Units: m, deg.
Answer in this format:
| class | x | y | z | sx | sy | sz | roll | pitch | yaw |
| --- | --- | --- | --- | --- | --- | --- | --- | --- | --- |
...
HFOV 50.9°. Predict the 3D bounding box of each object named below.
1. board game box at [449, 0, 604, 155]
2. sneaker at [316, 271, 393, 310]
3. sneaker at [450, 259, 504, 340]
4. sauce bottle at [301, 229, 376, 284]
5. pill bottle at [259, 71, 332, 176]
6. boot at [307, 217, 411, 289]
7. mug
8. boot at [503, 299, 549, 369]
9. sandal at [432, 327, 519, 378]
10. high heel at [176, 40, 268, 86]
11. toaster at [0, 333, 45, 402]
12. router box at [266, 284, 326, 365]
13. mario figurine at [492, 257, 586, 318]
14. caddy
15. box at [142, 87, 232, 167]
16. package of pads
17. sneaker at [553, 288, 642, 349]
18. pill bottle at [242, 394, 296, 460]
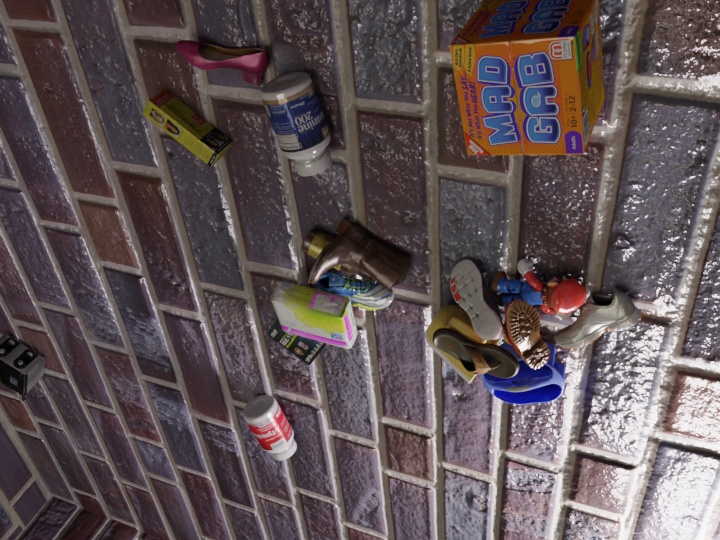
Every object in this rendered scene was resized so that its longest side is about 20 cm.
| class | x | y | z | sx | sy | sz | roll | pitch | yaw |
| --- | --- | --- | --- | --- | --- | --- | --- | --- | --- |
| board game box | 0.288 | -0.331 | 1.273 | 0.199 | 0.200 | 0.200 | 4 | 129 | 28 |
| sneaker | -0.023 | 0.048 | 1.838 | 0.199 | 0.076 | 0.105 | 6 | 170 | 27 |
| sneaker | 0.263 | 0.071 | 1.684 | 0.077 | 0.201 | 0.082 | -29 | 153 | 22 |
| sauce bottle | -0.043 | -0.030 | 1.820 | 0.200 | 0.065 | 0.065 | 28 | 136 | 4 |
| pill bottle | -0.128 | -0.305 | 1.596 | 0.111 | 0.111 | 0.200 | 1 | 127 | 29 |
| boot | 0.000 | 0.000 | 1.757 | 0.200 | 0.187 | 0.064 | 34 | 177 | -1 |
| mug | 0.240 | 0.147 | 1.762 | 0.153 | 0.149 | 0.187 | 35 | 138 | 10 |
| boot | 0.342 | 0.123 | 1.657 | 0.107 | 0.075 | 0.200 | 48 | 168 | 49 |
| sandal | 0.243 | 0.187 | 1.638 | 0.200 | 0.055 | 0.082 | 24 | 134 | 14 |
| high heel | -0.289 | -0.458 | 1.581 | 0.200 | 0.067 | 0.096 | 26 | 145 | 0 |
| toaster | -1.284 | 0.357 | 2.816 | 0.181 | 0.119 | 0.200 | 32 | 135 | 3 |
| router box | -0.148 | 0.149 | 2.033 | 0.150 | 0.062 | 0.200 | 36 | 136 | -1 |
| mario figurine | 0.396 | 0.040 | 1.640 | 0.200 | 0.106 | 0.123 | 5 | 166 | 39 |
| caddy | 0.386 | 0.247 | 1.782 | 0.200 | 0.105 | 0.142 | -13 | 119 | 37 |
| box | -0.400 | -0.332 | 1.756 | 0.200 | 0.075 | 0.050 | 38 | 133 | -4 |
| package of pads | -0.114 | 0.109 | 1.868 | 0.199 | 0.068 | 0.155 | 12 | 146 | 17 |
| sneaker | 0.495 | 0.097 | 1.626 | 0.200 | 0.076 | 0.092 | -30 | 102 | 35 |
| pill bottle | -0.278 | 0.496 | 2.369 | 0.112 | 0.112 | 0.200 | -5 | 125 | 32 |
